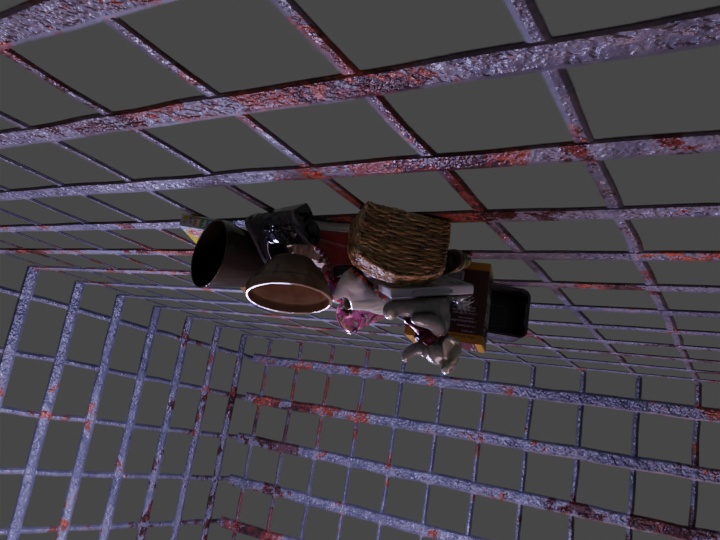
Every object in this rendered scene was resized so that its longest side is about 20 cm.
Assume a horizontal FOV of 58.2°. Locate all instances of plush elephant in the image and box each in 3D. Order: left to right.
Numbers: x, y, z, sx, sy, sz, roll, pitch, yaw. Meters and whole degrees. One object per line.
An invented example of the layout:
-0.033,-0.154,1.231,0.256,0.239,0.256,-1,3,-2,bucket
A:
0.141,0.132,1.362,0.196,0.158,0.165,-2,-175,-2,plush elephant

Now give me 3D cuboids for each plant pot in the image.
-0.157,0.023,1.457,0.197,0.094,0.201,3,157,1,plant pot

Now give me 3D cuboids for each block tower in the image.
-0.107,-0.042,1.673,0.198,0.055,0.058,18,165,-30,block tower

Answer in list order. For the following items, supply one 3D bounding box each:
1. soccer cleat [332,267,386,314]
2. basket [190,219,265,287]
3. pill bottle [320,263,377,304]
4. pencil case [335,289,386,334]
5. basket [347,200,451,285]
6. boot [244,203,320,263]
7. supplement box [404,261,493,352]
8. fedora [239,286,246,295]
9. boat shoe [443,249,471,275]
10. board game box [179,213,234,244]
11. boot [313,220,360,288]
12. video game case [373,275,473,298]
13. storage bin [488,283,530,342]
0.000,0.062,1.442,0.069,0.078,0.200,38,177,35,soccer cleat
-0.282,-0.027,1.570,0.198,0.137,0.181,9,132,-42,basket
0.000,0.000,1.579,0.199,0.114,0.112,-27,146,37,pill bottle
0.032,0.092,1.580,0.198,0.084,0.086,-17,-130,-46,pencil case
0.073,-0.039,1.355,0.197,0.145,0.149,13,166,-11,basket
-0.157,-0.068,1.462,0.198,0.066,0.166,-5,129,44,boot
0.229,0.088,1.641,0.194,0.204,0.133,6,167,16,supplement box
-0.239,-0.008,1.740,0.197,0.203,0.082,14,-158,-16,fedora
0.177,-0.011,1.573,0.198,0.073,0.076,-1,175,38,boat shoe
-0.383,-0.093,1.706,0.132,0.035,0.200,9,166,3,board game box
-0.087,-0.035,1.489,0.197,0.147,0.072,5,167,23,boot
0.133,0.035,1.428,0.179,0.023,0.200,-3,-174,-9,video game case
0.357,0.113,1.785,0.196,0.138,0.094,10,167,1,storage bin
